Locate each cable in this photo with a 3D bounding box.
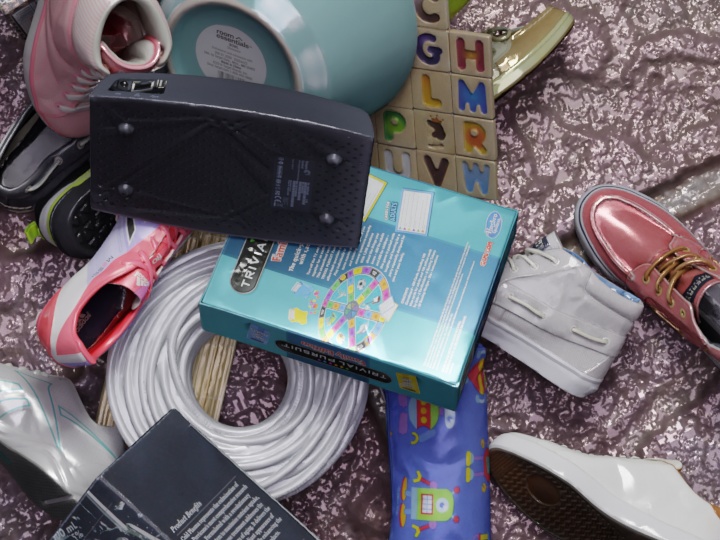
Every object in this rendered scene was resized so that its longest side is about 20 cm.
[{"bbox_3d":[-0.092,0.078,1.661,0.198,0.069,0.202,16,85,-1],"label":"cable"}]

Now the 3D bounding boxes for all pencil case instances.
[{"bbox_3d":[0.056,0.150,1.656,0.086,0.078,0.202,-2,87,3],"label":"pencil case"}]

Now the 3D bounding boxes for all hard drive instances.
[{"bbox_3d":[-0.091,-0.080,1.547,0.198,0.135,0.043,8,51,0],"label":"hard drive"}]

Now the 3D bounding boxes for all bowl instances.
[{"bbox_3d":[-0.068,-0.169,1.579,0.200,0.201,0.105,35,45,3],"label":"bowl"}]

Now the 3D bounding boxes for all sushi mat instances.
[{"bbox_3d":[-0.143,0.052,1.702,0.095,0.012,0.202,13,86,0],"label":"sushi mat"}]

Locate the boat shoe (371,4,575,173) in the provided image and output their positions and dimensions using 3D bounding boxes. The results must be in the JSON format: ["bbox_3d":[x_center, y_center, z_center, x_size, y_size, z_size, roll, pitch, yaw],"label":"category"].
[{"bbox_3d":[0.076,-0.149,1.692,0.200,0.073,0.063,-37,90,4],"label":"boat shoe"}]

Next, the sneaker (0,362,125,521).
[{"bbox_3d":[-0.267,0.107,1.677,0.200,0.071,0.080,38,57,11],"label":"sneaker"}]

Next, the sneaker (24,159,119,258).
[{"bbox_3d":[-0.174,-0.081,1.684,0.199,0.083,0.072,-33,116,-25],"label":"sneaker"}]

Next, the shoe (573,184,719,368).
[{"bbox_3d":[0.248,0.005,1.666,0.200,0.091,0.072,44,86,4],"label":"shoe"}]

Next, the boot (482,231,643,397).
[{"bbox_3d":[0.118,0.006,1.669,0.199,0.074,0.096,31,103,-5],"label":"boot"}]

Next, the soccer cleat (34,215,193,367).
[{"bbox_3d":[-0.162,-0.012,1.608,0.067,0.076,0.201,46,74,-31],"label":"soccer cleat"}]

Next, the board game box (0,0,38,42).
[{"bbox_3d":[-0.199,-0.269,1.657,0.199,0.159,0.097,-32,85,-3],"label":"board game box"}]

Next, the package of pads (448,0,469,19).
[{"bbox_3d":[0.007,-0.239,1.622,0.154,0.200,0.069,34,53,-12],"label":"package of pads"}]

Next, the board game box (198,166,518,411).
[{"bbox_3d":[0.000,0.000,1.607,0.198,0.047,0.152,17,64,8],"label":"board game box"}]

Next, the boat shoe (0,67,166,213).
[{"bbox_3d":[-0.214,-0.127,1.693,0.073,0.063,0.200,42,86,3],"label":"boat shoe"}]

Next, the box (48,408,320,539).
[{"bbox_3d":[-0.137,0.248,1.588,0.196,0.124,0.200,42,122,5],"label":"box"}]

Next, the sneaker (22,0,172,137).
[{"bbox_3d":[-0.189,-0.150,1.575,0.075,0.201,0.105,-17,53,-26],"label":"sneaker"}]

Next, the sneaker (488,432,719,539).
[{"bbox_3d":[0.194,0.170,1.676,0.199,0.073,0.085,28,50,11],"label":"sneaker"}]

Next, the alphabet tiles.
[{"bbox_3d":[0.025,-0.124,1.632,0.165,0.006,0.202,11,123,26],"label":"alphabet tiles"}]
